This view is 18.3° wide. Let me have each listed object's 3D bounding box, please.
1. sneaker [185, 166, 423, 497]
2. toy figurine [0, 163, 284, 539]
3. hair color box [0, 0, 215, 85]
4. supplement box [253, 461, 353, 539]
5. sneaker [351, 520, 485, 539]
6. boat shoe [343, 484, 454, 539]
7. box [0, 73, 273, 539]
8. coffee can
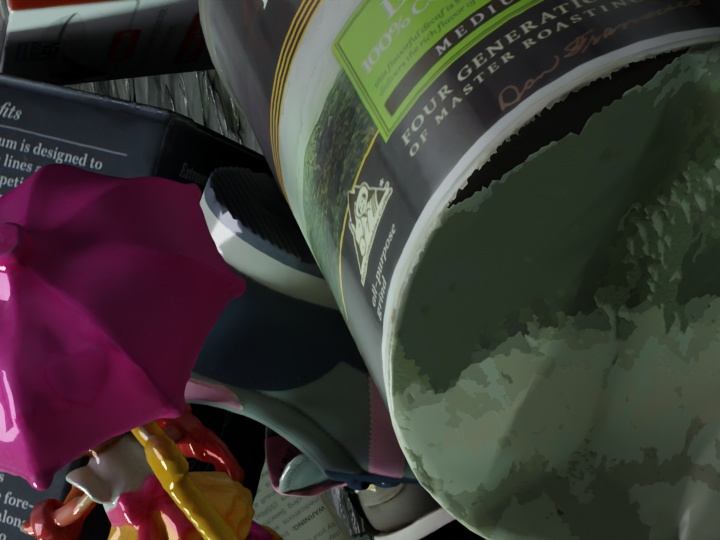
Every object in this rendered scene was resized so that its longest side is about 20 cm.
[{"bbox_3d":[0.014,0.042,0.701,0.082,0.200,0.070,-53,27,16],"label":"sneaker"},{"bbox_3d":[-0.052,0.058,0.598,0.184,0.150,0.200,59,165,-9],"label":"toy figurine"},{"bbox_3d":[-0.026,-0.111,0.752,0.111,0.200,0.064,144,117,-75],"label":"hair color box"},{"bbox_3d":[-0.081,0.070,0.956,0.200,0.073,0.126,60,168,-21],"label":"supplement box"},{"bbox_3d":[0.032,0.168,1.028,0.200,0.060,0.104,145,115,-80],"label":"sneaker"},{"bbox_3d":[0.029,0.068,0.893,0.060,0.072,0.200,46,164,-4],"label":"boat shoe"},{"bbox_3d":[-0.103,0.044,0.755,0.148,0.107,0.200,22,-97,-70],"label":"box"},{"bbox_3d":[0.049,-0.040,0.595,0.200,0.146,0.147,-118,22,-54],"label":"coffee can"}]
